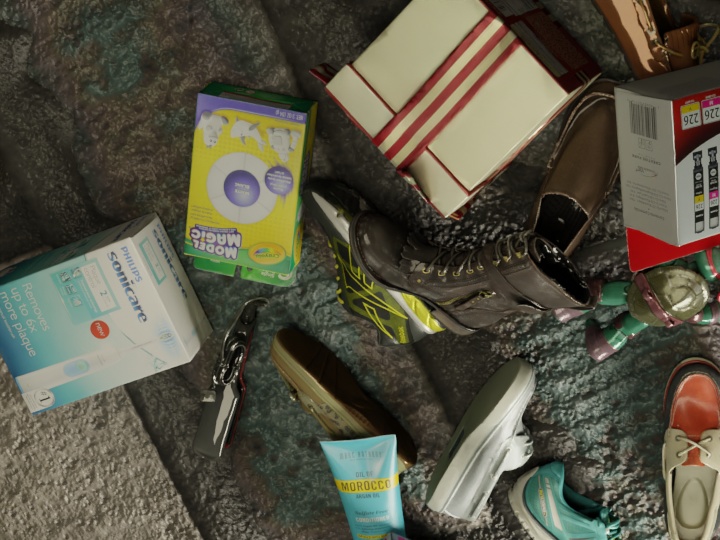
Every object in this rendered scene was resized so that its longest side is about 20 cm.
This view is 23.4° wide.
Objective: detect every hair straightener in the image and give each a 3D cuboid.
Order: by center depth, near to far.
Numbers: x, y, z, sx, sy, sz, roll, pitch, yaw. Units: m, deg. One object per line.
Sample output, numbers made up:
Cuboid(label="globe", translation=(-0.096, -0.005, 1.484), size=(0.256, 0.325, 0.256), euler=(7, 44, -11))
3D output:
Cuboid(label="hair straightener", translation=(-0.135, 0.115, 1.804), size=(0.041, 0.077, 0.200), euler=(25, 115, 5))

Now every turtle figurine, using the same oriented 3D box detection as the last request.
Cuboid(label="turtle figurine", translation=(0.285, 0.010, 1.652), size=(0.200, 0.101, 0.150), euler=(-28, 102, 28))

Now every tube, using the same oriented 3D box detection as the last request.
Cuboid(label="tube", translation=(0.013, 0.246, 1.805), size=(0.077, 0.050, 0.200), euler=(-9, 126, 5))

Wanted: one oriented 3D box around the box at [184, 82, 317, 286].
Cuboid(label="box", translation=(-0.113, -0.079, 1.739), size=(0.117, 0.048, 0.201), euler=(11, 115, 10))

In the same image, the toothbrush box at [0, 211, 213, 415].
Cuboid(label="toothbrush box", translation=(-0.277, 0.046, 1.808), size=(0.200, 0.085, 0.147), euler=(-18, 106, 19))

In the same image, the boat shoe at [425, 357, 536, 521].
Cuboid(label="boat shoe", translation=(0.138, 0.175, 1.773), size=(0.071, 0.070, 0.201), euler=(24, 119, -9))

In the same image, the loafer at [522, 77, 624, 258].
Cuboid(label="loafer", translation=(0.209, -0.083, 1.639), size=(0.073, 0.071, 0.200), euler=(20, 112, 3))

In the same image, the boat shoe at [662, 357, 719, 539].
Cuboid(label="boat shoe", translation=(0.332, 0.186, 1.726), size=(0.071, 0.063, 0.201), euler=(5, 111, 14))

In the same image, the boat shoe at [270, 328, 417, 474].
Cuboid(label="boat shoe", translation=(-0.028, 0.145, 1.792), size=(0.063, 0.073, 0.200), euler=(-40, 99, 24))

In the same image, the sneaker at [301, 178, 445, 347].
Cuboid(label="sneaker", translation=(0.000, 0.000, 1.726), size=(0.085, 0.074, 0.200), euler=(-36, 99, 24))

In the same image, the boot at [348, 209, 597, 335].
Cuboid(label="boot", translation=(0.106, -0.012, 1.633), size=(0.200, 0.069, 0.174), euler=(34, 150, -26))

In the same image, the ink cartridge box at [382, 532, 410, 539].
Cuboid(label="ink cartridge box", translation=(0.077, 0.357, 1.841), size=(0.200, 0.042, 0.119), euler=(27, 118, -25))

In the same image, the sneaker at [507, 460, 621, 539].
Cuboid(label="sneaker", translation=(0.238, 0.282, 1.783), size=(0.080, 0.078, 0.200), euler=(-41, 97, 15))

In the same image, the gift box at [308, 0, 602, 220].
Cuboid(label="gift box", translation=(0.080, -0.167, 1.567), size=(0.185, 0.200, 0.187), euler=(49, 114, 8))

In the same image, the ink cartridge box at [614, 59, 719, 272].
Cuboid(label="ink cartridge box", translation=(0.333, -0.094, 1.541), size=(0.200, 0.084, 0.176), euler=(-16, 112, -25))

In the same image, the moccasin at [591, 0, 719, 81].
Cuboid(label="moccasin", translation=(0.280, -0.210, 1.579), size=(0.078, 0.074, 0.202), euler=(-28, 95, 30))
